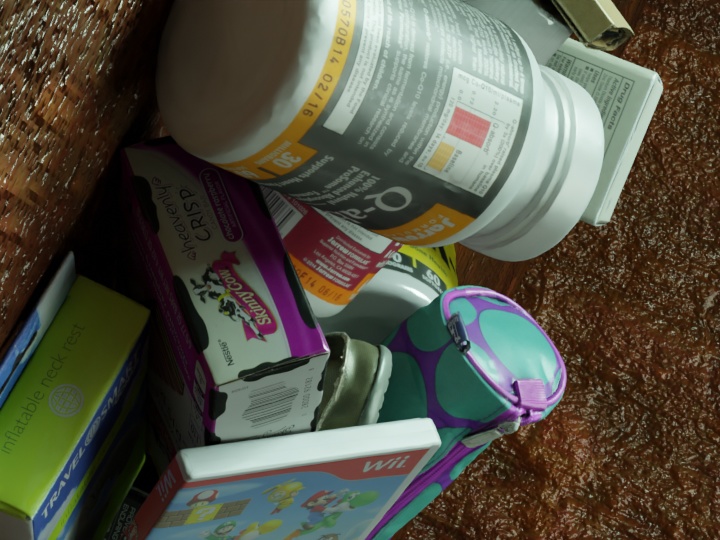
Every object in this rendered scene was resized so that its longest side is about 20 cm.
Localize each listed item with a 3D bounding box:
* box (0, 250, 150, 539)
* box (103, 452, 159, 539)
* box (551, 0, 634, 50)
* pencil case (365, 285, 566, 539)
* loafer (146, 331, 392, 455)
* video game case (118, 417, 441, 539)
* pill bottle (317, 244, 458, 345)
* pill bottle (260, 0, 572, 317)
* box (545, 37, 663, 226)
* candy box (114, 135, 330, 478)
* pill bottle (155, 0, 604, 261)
[{"bbox_3d":[-0.146,0.090,1.320,0.200,0.047,0.122,100,16,-63],"label":"box"},{"bbox_3d":[-0.121,0.195,1.634,0.201,0.086,0.164,-69,171,19],"label":"box"},{"bbox_3d":[0.072,-0.199,1.417,0.021,0.200,0.163,-37,177,10],"label":"box"},{"bbox_3d":[0.016,0.098,1.494,0.200,0.085,0.093,-45,-136,25],"label":"pencil case"},{"bbox_3d":[-0.060,0.074,1.475,0.200,0.069,0.076,-22,-135,48],"label":"loafer"},{"bbox_3d":[-0.062,0.139,1.359,0.142,0.018,0.200,-5,148,-32],"label":"video game case"},{"bbox_3d":[0.000,0.000,1.605,0.200,0.114,0.115,-93,-161,-57],"label":"pill bottle"},{"bbox_3d":[0.011,-0.081,1.420,0.200,0.110,0.110,-47,176,13],"label":"pill bottle"},{"bbox_3d":[0.063,-0.104,1.557,0.078,0.199,0.095,-2,116,-81],"label":"box"},{"bbox_3d":[-0.072,0.040,1.343,0.061,0.137,0.200,-16,152,-14],"label":"candy box"},{"bbox_3d":[0.013,-0.077,1.280,0.199,0.116,0.117,22,93,-38],"label":"pill bottle"}]
